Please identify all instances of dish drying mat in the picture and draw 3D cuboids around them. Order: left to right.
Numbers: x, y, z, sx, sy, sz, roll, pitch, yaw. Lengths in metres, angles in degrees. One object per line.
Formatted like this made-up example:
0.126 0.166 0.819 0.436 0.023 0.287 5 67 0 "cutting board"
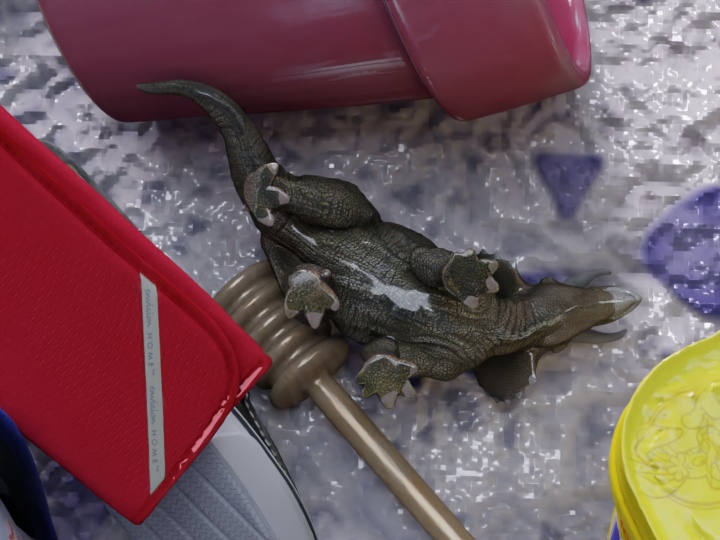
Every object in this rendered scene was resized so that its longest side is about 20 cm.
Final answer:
-0.121 -0.007 0.709 0.200 0.018 0.077 43 81 -18 "dish drying mat"

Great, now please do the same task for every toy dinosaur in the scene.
0.000 0.000 0.799 0.200 0.102 0.077 24 91 4 "toy dinosaur"

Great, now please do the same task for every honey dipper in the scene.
0.018 0.078 0.806 0.038 0.038 0.200 -39 74 -12 "honey dipper"

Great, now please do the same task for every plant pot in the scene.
-0.026 -0.141 0.821 0.179 0.200 0.200 -15 68 12 "plant pot"

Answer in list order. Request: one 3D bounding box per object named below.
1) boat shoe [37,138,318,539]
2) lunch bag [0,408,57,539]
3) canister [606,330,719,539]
-0.073 0.033 0.792 0.200 0.072 0.071 54 42 -8 "boat shoe"
-0.157 0.109 0.728 0.124 0.170 0.200 -22 68 -9 "lunch bag"
0.135 0.117 0.697 0.086 0.200 0.149 -25 69 -7 "canister"
